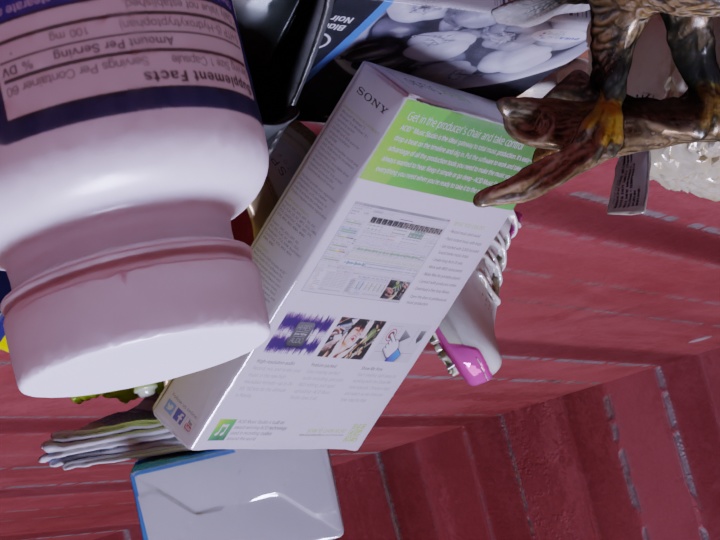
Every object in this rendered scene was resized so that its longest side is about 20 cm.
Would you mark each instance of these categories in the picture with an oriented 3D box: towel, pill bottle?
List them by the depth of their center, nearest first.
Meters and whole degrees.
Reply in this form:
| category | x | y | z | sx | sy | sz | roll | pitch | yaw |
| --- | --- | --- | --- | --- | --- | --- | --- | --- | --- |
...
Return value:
| category | x | y | z | sx | sy | sz | roll | pitch | yaw |
| --- | --- | --- | --- | --- | --- | --- | --- | --- | --- |
| pill bottle | -0.098 | -0.062 | 0.683 | 0.120 | 0.200 | 0.120 | -13 | 169 | -3 |
| towel | -0.091 | 0.085 | 1.197 | 0.147 | 0.024 | 0.200 | -10 | -176 | 23 |

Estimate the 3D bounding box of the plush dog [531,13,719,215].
| category | x | y | z | sx | sy | sz | roll | pitch | yaw |
| --- | --- | --- | --- | --- | --- | --- | --- | --- | --- |
| plush dog | 0.185 | -0.073 | 0.846 | 0.172 | 0.200 | 0.160 | 19 | 124 | -30 |

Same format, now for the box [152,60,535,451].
| category | x | y | z | sx | sy | sz | roll | pitch | yaw |
| --- | --- | --- | --- | --- | --- | --- | --- | --- | --- |
| box | 0.000 | 0.000 | 0.933 | 0.144 | 0.036 | 0.200 | 9 | 119 | -56 |

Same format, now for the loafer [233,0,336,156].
| category | x | y | z | sx | sy | sz | roll | pitch | yaw |
| --- | --- | --- | --- | --- | --- | --- | --- | --- | --- |
| loafer | -0.060 | -0.071 | 0.779 | 0.068 | 0.070 | 0.201 | 9 | 118 | -30 |

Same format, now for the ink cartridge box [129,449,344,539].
| category | x | y | z | sx | sy | sz | roll | pitch | yaw |
| --- | --- | --- | --- | --- | --- | --- | --- | --- | --- |
| ink cartridge box | -0.075 | 0.128 | 1.196 | 0.116 | 0.068 | 0.200 | -12 | -177 | -2 |

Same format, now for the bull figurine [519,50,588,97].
| category | x | y | z | sx | sy | sz | roll | pitch | yaw |
| --- | --- | --- | --- | --- | --- | --- | --- | --- | --- |
| bull figurine | 0.090 | -0.096 | 1.070 | 0.121 | 0.065 | 0.200 | -4 | 174 | -31 |

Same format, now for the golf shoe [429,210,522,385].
| category | x | y | z | sx | sy | sz | roll | pitch | yaw |
| --- | --- | --- | --- | --- | --- | --- | --- | --- | --- |
| golf shoe | 0.061 | -0.021 | 1.163 | 0.091 | 0.200 | 0.075 | -23 | 140 | 6 |

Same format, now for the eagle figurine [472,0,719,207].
| category | x | y | z | sx | sy | sz | roll | pitch | yaw |
| --- | --- | --- | --- | --- | --- | --- | --- | --- | --- |
| eagle figurine | 0.112 | -0.132 | 0.672 | 0.151 | 0.200 | 0.152 | 10 | -152 | 17 |

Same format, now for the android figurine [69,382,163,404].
| category | x | y | z | sx | sy | sz | roll | pitch | yaw |
| --- | --- | --- | --- | --- | --- | --- | --- | --- | --- |
| android figurine | -0.081 | 0.040 | 1.124 | 0.200 | 0.041 | 0.182 | -22 | 167 | 26 |

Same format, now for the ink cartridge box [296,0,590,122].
| category | x | y | z | sx | sy | sz | roll | pitch | yaw |
| --- | --- | --- | --- | --- | --- | --- | --- | --- | --- |
| ink cartridge box | -0.012 | -0.104 | 0.928 | 0.198 | 0.043 | 0.200 | 2 | 163 | -28 |

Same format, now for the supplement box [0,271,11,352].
| category | x | y | z | sx | sy | sz | roll | pitch | yaw |
| --- | --- | --- | --- | --- | --- | --- | --- | --- | --- |
| supplement box | -0.162 | -0.024 | 0.920 | 0.110 | 0.109 | 0.200 | -58 | 168 | -4 |

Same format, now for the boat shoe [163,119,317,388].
| category | x | y | z | sx | sy | sz | roll | pitch | yaw |
| --- | --- | --- | --- | --- | --- | --- | --- | --- | --- |
| boat shoe | -0.074 | 0.013 | 0.959 | 0.069 | 0.074 | 0.200 | -37 | 151 | -47 |
